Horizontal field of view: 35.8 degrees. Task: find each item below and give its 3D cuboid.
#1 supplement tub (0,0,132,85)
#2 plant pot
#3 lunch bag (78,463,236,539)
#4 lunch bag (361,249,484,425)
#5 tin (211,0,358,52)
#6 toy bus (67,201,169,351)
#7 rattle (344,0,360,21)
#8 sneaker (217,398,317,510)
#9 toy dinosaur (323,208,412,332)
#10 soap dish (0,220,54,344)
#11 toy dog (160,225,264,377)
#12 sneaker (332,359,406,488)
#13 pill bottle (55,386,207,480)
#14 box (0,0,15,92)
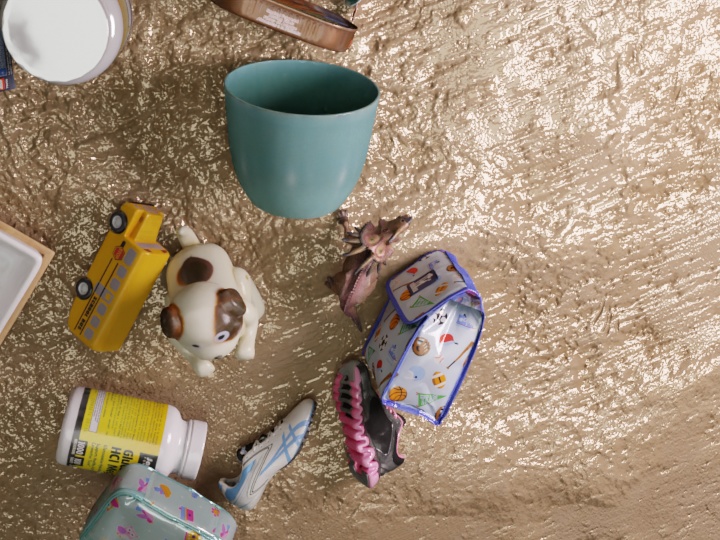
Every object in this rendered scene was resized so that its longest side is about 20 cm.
[{"bbox_3d":[-0.359,-0.307,1.367,0.143,0.200,0.145,-2,108,-6],"label":"supplement tub"},{"bbox_3d":[-0.080,-0.165,1.454,0.199,0.201,0.162,1,119,-7],"label":"plant pot"},{"bbox_3d":[-0.284,0.376,1.568,0.199,0.077,0.161,33,116,-13],"label":"lunch bag"},{"bbox_3d":[0.092,0.082,1.563,0.123,0.170,0.201,22,106,-18],"label":"lunch bag"},{"bbox_3d":[-0.101,-0.333,1.434,0.199,0.112,0.042,19,105,-11],"label":"tin"},{"bbox_3d":[-0.327,0.007,1.528,0.078,0.065,0.201,36,104,24],"label":"toy bus"},{"bbox_3d":[0.058,-0.426,1.447,0.199,0.130,0.144,-15,100,27],"label":"rattle"},{"bbox_3d":[-0.136,0.267,1.651,0.072,0.072,0.200,37,97,-7],"label":"sneaker"},{"bbox_3d":[0.000,0.000,1.542,0.085,0.136,0.201,12,107,-10],"label":"toy dinosaur"},{"bbox_3d":[-0.530,0.012,1.516,0.157,0.081,0.201,31,103,-15],"label":"soap dish"},{"bbox_3d":[-0.201,0.045,1.500,0.138,0.200,0.195,-7,109,-4],"label":"toy dog"},{"bbox_3d":[0.020,0.219,1.661,0.095,0.079,0.201,-18,111,-23],"label":"sneaker"},{"bbox_3d":[-0.326,0.240,1.596,0.199,0.113,0.113,13,106,-10],"label":"pill bottle"},{"bbox_3d":[-0.527,-0.295,1.388,0.199,0.040,0.138,6,109,24],"label":"box"}]
